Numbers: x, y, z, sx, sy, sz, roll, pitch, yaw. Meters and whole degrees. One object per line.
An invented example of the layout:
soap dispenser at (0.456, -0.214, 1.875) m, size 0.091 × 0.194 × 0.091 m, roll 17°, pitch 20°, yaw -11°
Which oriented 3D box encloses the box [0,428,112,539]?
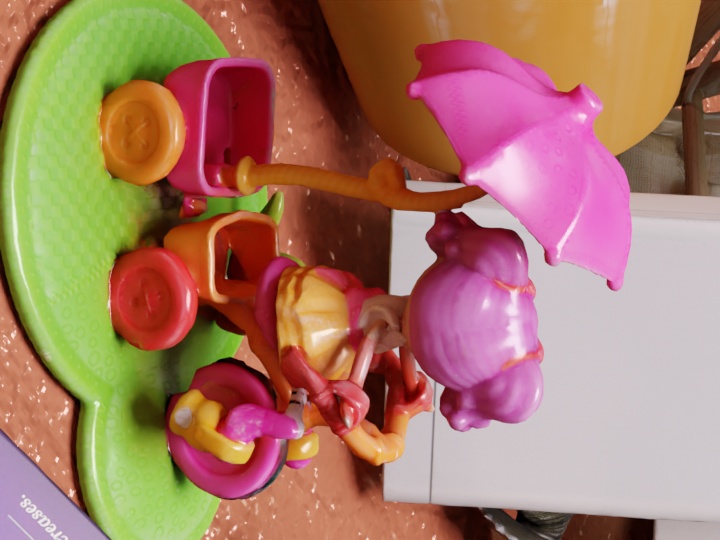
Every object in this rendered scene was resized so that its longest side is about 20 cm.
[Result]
box at (-0.127, 0.108, 0.677) m, size 0.200 × 0.079 × 0.141 m, roll 46°, pitch 69°, yaw -15°

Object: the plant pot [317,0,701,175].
plant pot at (0.052, -0.142, 0.998) m, size 0.200 × 0.200 × 0.183 m, roll -57°, pitch 151°, yaw -43°

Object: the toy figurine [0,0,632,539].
toy figurine at (0.000, 0.000, 0.891) m, size 0.150 × 0.184 × 0.200 m, roll -4°, pitch 93°, yaw -58°

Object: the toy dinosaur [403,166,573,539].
toy dinosaur at (0.065, 0.050, 1.095) m, size 0.102 × 0.077 × 0.200 m, roll -61°, pitch 140°, yaw -50°

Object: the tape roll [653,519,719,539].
tape roll at (0.201, 0.086, 1.192) m, size 0.203 × 0.139 × 0.203 m, roll 3°, pitch 90°, yaw -81°

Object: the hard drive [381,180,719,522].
hard drive at (0.110, 0.034, 1.021) m, size 0.027 × 0.200 × 0.132 m, roll -82°, pitch 175°, yaw -60°

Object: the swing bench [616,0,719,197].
swing bench at (0.174, -0.058, 1.096) m, size 0.130 × 0.200 × 0.199 m, roll 46°, pitch 28°, yaw -26°
